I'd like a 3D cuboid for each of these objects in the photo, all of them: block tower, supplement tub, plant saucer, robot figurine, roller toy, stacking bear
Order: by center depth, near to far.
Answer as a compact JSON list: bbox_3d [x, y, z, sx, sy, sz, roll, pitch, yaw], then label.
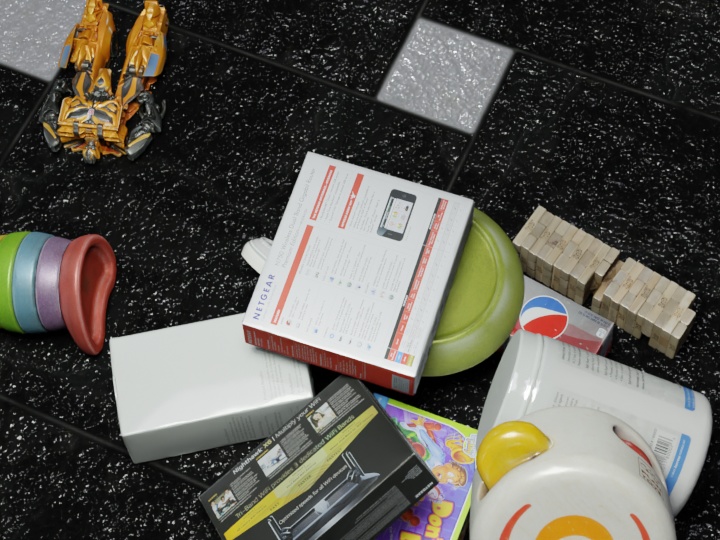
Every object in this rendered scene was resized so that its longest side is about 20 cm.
[{"bbox_3d":[0.187,0.225,1.460,0.180,0.202,0.140,5,21,3],"label":"roller toy"},{"bbox_3d":[0.223,0.148,1.573,0.198,0.132,0.133,21,65,-1],"label":"supplement tub"},{"bbox_3d":[0.067,0.007,1.658,0.197,0.031,0.202,0,66,1],"label":"plant saucer"},{"bbox_3d":[0.254,0.012,1.708,0.199,0.058,0.054,32,69,17],"label":"block tower"},{"bbox_3d":[-0.372,0.014,1.726,0.197,0.114,0.123,1,62,10],"label":"stacking bear"},{"bbox_3d":[-0.287,-0.214,1.862,0.143,0.058,0.202,6,62,8],"label":"robot figurine"}]

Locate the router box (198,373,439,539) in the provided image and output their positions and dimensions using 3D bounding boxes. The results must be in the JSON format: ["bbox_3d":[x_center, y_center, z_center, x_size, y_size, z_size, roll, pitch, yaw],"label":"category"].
[{"bbox_3d":[-0.043,0.210,1.566,0.200,0.052,0.157,-40,37,0],"label":"router box"}]

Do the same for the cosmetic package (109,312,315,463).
[{"bbox_3d":[-0.148,0.115,1.669,0.198,0.081,0.114,-10,62,0],"label":"cosmetic package"}]

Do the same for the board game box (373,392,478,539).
[{"bbox_3d":[0.038,0.236,1.611,0.133,0.045,0.201,18,65,13],"label":"board game box"}]

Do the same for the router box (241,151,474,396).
[{"bbox_3d":[0.000,0.000,1.618,0.178,0.049,0.202,17,66,9],"label":"router box"}]

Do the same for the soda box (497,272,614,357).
[{"bbox_3d":[0.158,0.047,1.690,0.199,0.064,0.070,29,70,18],"label":"soda box"}]

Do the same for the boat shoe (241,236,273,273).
[{"bbox_3d":[-0.029,0.006,1.708,0.199,0.072,0.069,30,100,18],"label":"boat shoe"}]
